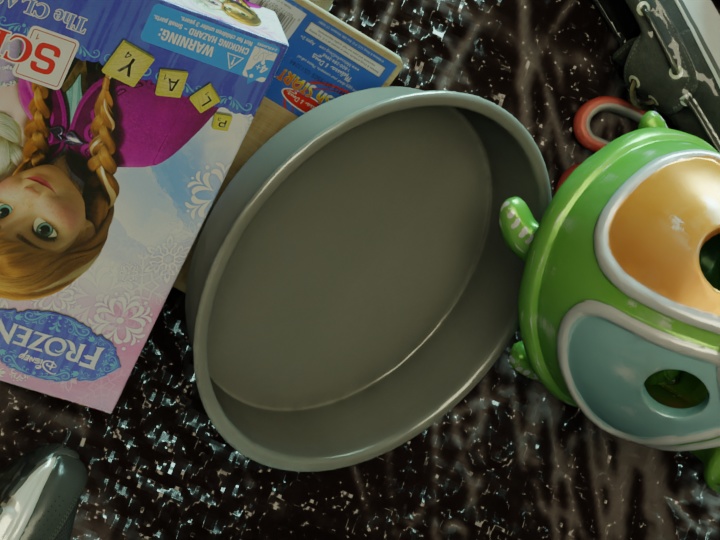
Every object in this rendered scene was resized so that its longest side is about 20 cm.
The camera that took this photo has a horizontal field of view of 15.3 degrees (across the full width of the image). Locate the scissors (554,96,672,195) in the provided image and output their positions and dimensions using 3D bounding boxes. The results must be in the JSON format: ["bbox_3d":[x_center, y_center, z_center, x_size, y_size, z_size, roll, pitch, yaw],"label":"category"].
[{"bbox_3d":[0.187,-0.016,1.358,0.199,0.014,0.074,30,77,-7],"label":"scissors"}]

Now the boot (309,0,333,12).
[{"bbox_3d":[-0.109,-0.114,1.233,0.198,0.073,0.156,11,118,-15],"label":"boot"}]

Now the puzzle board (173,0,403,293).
[{"bbox_3d":[-0.101,-0.084,1.204,0.199,0.017,0.151,29,108,-26],"label":"puzzle board"}]

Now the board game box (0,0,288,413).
[{"bbox_3d":[-0.162,-0.053,1.172,0.199,0.041,0.200,18,113,-22],"label":"board game box"}]

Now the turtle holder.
[{"bbox_3d":[0.149,0.031,1.263,0.140,0.131,0.187,-14,123,-37],"label":"turtle holder"}]

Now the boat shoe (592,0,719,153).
[{"bbox_3d":[0.151,-0.112,1.339,0.056,0.069,0.201,-25,84,-7],"label":"boat shoe"}]

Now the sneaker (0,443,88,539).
[{"bbox_3d":[-0.159,0.177,1.204,0.084,0.074,0.201,23,88,-16],"label":"sneaker"}]

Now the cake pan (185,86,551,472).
[{"bbox_3d":[0.000,0.000,1.245,0.199,0.037,0.201,-21,131,-27],"label":"cake pan"}]
